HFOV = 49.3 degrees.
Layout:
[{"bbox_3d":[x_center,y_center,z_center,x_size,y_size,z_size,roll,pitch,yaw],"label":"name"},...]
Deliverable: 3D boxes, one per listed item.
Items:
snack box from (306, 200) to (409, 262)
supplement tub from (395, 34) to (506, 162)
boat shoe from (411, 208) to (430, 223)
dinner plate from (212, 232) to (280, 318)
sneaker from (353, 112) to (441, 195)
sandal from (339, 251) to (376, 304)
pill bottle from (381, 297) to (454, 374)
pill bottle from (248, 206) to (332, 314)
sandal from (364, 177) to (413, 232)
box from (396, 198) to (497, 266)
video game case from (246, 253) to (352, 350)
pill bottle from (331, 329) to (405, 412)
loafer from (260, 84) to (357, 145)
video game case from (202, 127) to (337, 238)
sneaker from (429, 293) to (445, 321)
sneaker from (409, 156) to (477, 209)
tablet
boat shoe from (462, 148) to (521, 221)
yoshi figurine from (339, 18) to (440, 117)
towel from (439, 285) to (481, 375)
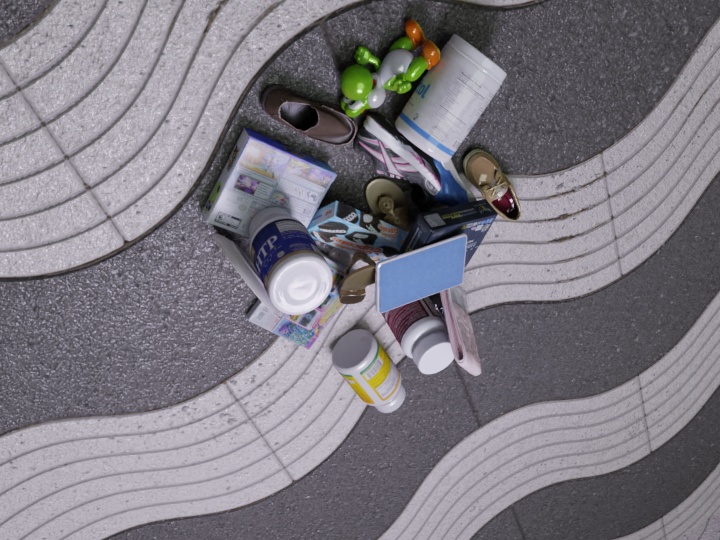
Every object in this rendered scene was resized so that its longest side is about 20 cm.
[{"bbox_3d":[-0.007,-0.073,1.564,0.197,0.038,0.115,21,154,-34],"label":"snack box"},{"bbox_3d":[0.167,-0.319,1.472,0.130,0.132,0.202,24,107,-36],"label":"supplement tub"},{"bbox_3d":[0.164,-0.080,1.669,0.072,0.065,0.199,-43,149,9],"label":"boat shoe"},{"bbox_3d":[-0.204,0.005,1.456,0.024,0.201,0.201,-36,130,-3],"label":"dinner plate"},{"bbox_3d":[0.069,-0.211,1.516,0.199,0.081,0.086,41,116,-7],"label":"sneaker"},{"bbox_3d":[-0.005,0.000,1.579,0.076,0.071,0.212,-1,159,-16],"label":"sandal"},{"bbox_3d":[0.120,0.117,1.681,0.107,0.202,0.111,-16,137,-16],"label":"pill bottle"},{"bbox_3d":[-0.135,-0.026,1.412,0.117,0.201,0.122,-12,127,-17],"label":"pill bottle"},{"bbox_3d":[0.083,-0.098,1.614,0.077,0.070,0.213,-34,129,-2],"label":"sandal"},{"bbox_3d":[0.167,-0.057,1.577,0.197,0.051,0.159,-14,145,-38],"label":"box"},{"bbox_3d":[-0.115,0.058,1.650,0.180,0.024,0.201,30,104,-37],"label":"video game case"},{"bbox_3d":[0.026,0.234,1.777,0.112,0.113,0.201,-36,129,0],"label":"pill bottle"},{"bbox_3d":[-0.087,-0.267,1.418,0.196,0.071,0.074,12,115,-32],"label":"loafer"},{"bbox_3d":[-0.170,-0.146,1.473,0.197,0.046,0.183,19,112,-34],"label":"video game case"},{"bbox_3d":[0.206,0.099,1.793,0.075,0.091,0.200,-38,128,4],"label":"sneaker"},{"bbox_3d":[0.163,-0.153,1.612,0.111,0.077,0.201,-40,125,-4],"label":"sneaker"},{"bbox_3d":[0.117,0.005,1.519,0.196,0.014,0.132,-19,134,-19],"label":"tablet"},{"bbox_3d":[0.287,-0.178,1.665,0.074,0.067,0.199,-44,129,6],"label":"boat shoe"},{"bbox_3d":[0.040,-0.359,1.408,0.199,0.113,0.112,-39,114,5],"label":"yoshi figurine"},{"bbox_3d":[0.212,0.116,1.656,0.032,0.196,0.200,-15,162,15],"label":"towel"}]
